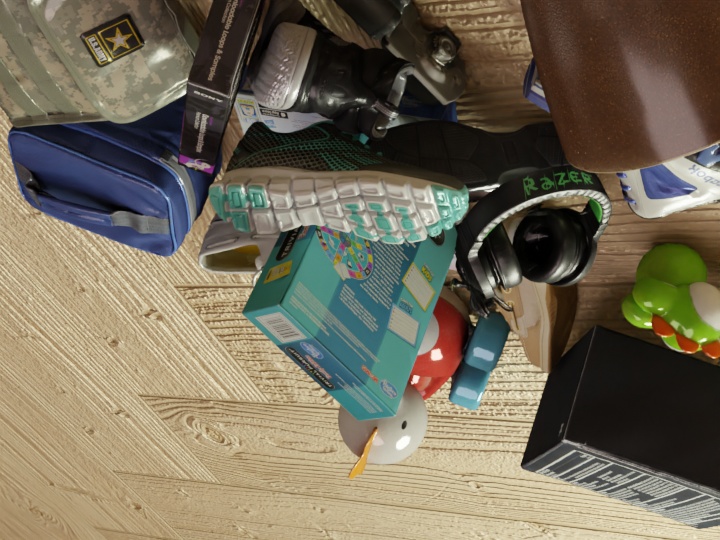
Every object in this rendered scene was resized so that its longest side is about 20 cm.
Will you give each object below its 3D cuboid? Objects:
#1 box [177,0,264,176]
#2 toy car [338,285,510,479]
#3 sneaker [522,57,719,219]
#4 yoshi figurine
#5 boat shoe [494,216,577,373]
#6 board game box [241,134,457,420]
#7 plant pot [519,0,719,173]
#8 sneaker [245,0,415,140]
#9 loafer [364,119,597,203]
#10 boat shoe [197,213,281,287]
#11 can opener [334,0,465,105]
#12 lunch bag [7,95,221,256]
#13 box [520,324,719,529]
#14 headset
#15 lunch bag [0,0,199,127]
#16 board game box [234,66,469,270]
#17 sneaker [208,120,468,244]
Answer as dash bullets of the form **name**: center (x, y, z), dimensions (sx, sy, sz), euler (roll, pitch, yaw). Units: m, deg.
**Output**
- **box**: center (-0.102, -0.168, 0.868), dimensions (0.036, 0.144, 0.200), euler (17, 166, -9)
- **toy car**: center (0.034, 0.125, 1.187), dimensions (0.184, 0.200, 0.177), euler (20, 147, 6)
- **sneaker**: center (0.212, -0.096, 0.875), dimensions (0.199, 0.081, 0.115), euler (21, 145, 3)
- **yoshi figurine**: center (0.321, 0.030, 0.996), dimensions (0.199, 0.113, 0.112), euler (17, -171, -14)
- **boat shoe**: center (0.162, 0.019, 1.085), dimensions (0.069, 0.074, 0.200), euler (16, 142, 26)
- **board game box**: center (0.000, 0.000, 0.956), dimensions (0.047, 0.200, 0.151), euler (-13, 132, 41)
- **plant pot**: center (0.169, -0.195, 0.699), dimensions (0.186, 0.187, 0.200), euler (-12, 118, 42)
- **sneaker**: center (-0.024, -0.154, 0.880), dimensions (0.113, 0.200, 0.076), euler (19, 109, -15)
- **loafer**: center (0.101, -0.080, 0.933), dimensions (0.199, 0.072, 0.063), euler (-2, 147, -3)
- **boat shoe**: center (-0.076, -0.013, 1.090), dimensions (0.201, 0.086, 0.075), euler (5, 143, 29)
- **can opener**: center (0.006, -0.201, 0.887), dimensions (0.200, 0.053, 0.067), euler (41, 143, -21)
- **lunch bag**: center (-0.246, -0.108, 1.106), dimensions (0.199, 0.133, 0.136), euler (19, 146, 8)
- **box**: center (0.279, 0.155, 1.094), dimensions (0.198, 0.124, 0.200), euler (18, 163, 2)
- **headset**: center (0.127, -0.027, 0.947), dimensions (0.123, 0.094, 0.200), euler (-8, 148, -20)
- **lunch bag**: center (-0.244, -0.215, 0.973), dimensions (0.199, 0.118, 0.164), euler (0, 142, 23)
- **board game box**: center (-0.003, -0.092, 1.051), dimensions (0.199, 0.043, 0.199), euler (11, 144, 19)
- **sneaker**: center (-0.014, -0.078, 0.872), dimensions (0.199, 0.092, 0.078), euler (6, 148, 10)
